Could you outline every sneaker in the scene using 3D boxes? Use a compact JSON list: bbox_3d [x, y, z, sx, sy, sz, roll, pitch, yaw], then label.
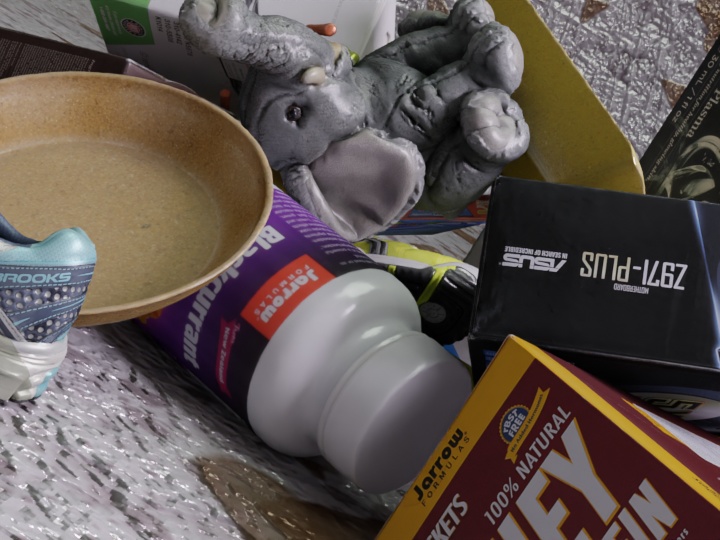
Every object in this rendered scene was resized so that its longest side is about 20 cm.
[{"bbox_3d":[-0.202,-0.031,0.641,0.200,0.086,0.078,32,8,-4],"label":"sneaker"},{"bbox_3d":[0.000,0.000,0.950,0.200,0.076,0.075,4,-49,37],"label":"sneaker"}]

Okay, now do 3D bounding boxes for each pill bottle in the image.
[{"bbox_3d":[-0.039,0.029,0.810,0.200,0.112,0.111,37,9,33],"label":"pill bottle"}]

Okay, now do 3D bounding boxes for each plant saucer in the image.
[{"bbox_3d":[0.121,-0.064,0.969,0.200,0.048,0.200,69,-4,-51],"label":"plant saucer"},{"bbox_3d":[-0.144,-0.032,0.759,0.200,0.035,0.200,3,40,-3],"label":"plant saucer"}]

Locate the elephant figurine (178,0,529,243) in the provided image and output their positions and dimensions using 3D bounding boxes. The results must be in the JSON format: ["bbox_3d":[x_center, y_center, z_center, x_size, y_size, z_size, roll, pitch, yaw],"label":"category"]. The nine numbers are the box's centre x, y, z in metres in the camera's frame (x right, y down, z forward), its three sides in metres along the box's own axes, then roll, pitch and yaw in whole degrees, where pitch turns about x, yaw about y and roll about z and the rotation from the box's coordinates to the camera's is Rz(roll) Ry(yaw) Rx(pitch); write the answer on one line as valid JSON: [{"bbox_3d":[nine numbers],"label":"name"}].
[{"bbox_3d":[-0.013,-0.090,0.888,0.200,0.155,0.141,-11,6,-19],"label":"elephant figurine"}]

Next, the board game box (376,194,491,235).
[{"bbox_3d":[-0.015,-0.037,1.015,0.200,0.019,0.103,-1,-3,-27],"label":"board game box"}]

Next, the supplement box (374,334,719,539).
[{"bbox_3d":[0.145,0.156,0.667,0.200,0.133,0.197,25,11,-41],"label":"supplement box"}]

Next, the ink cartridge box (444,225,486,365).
[{"bbox_3d":[0.148,0.077,1.096,0.200,0.147,0.145,35,10,10],"label":"ink cartridge box"}]

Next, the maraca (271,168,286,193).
[{"bbox_3d":[-0.059,-0.037,1.142,0.200,0.107,0.137,38,3,27],"label":"maraca"}]

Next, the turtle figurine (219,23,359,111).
[{"bbox_3d":[-0.009,-0.093,1.024,0.161,0.065,0.200,20,-26,-17],"label":"turtle figurine"}]

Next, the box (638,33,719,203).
[{"bbox_3d":[0.284,-0.030,1.025,0.124,0.200,0.197,24,13,-31],"label":"box"}]

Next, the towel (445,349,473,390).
[{"bbox_3d":[0.017,0.067,0.921,0.200,0.086,0.018,32,40,-1],"label":"towel"}]

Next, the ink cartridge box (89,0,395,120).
[{"bbox_3d":[-0.081,-0.173,1.099,0.200,0.084,0.146,17,-19,8],"label":"ink cartridge box"}]

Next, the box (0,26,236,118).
[{"bbox_3d":[-0.191,-0.114,1.076,0.100,0.075,0.200,25,-5,-42],"label":"box"}]

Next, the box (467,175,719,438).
[{"bbox_3d":[0.145,0.035,0.794,0.163,0.086,0.200,8,-18,8],"label":"box"}]
